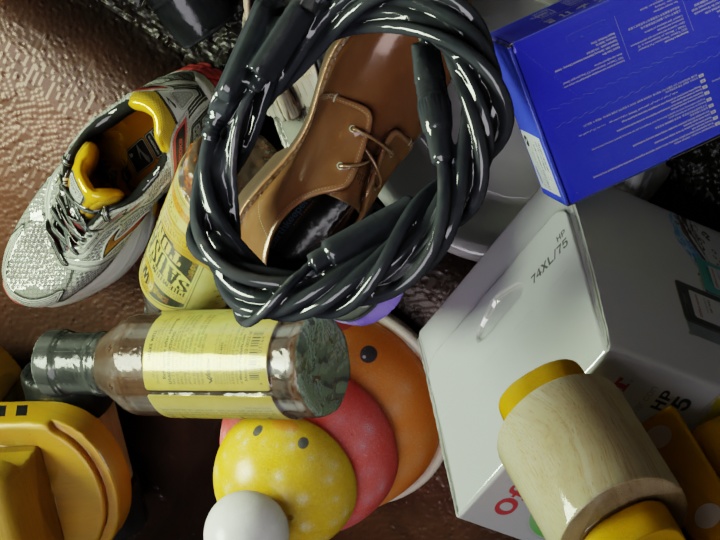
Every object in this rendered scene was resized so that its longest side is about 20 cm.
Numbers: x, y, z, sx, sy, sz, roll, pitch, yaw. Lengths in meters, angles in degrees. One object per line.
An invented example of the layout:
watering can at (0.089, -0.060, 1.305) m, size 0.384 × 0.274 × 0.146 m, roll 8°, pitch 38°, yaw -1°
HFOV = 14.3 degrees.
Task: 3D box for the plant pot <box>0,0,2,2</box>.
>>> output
plant pot at (-0.264, -0.221, 1.615) m, size 0.199 × 0.201 × 0.140 m, roll -10°, pitch 129°, yaw 24°

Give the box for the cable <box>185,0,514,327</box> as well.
cable at (-0.009, -0.058, 1.492) m, size 0.163 × 0.051 × 0.201 m, roll 23°, pitch 88°, yaw 21°

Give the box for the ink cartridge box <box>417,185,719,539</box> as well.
ink cartridge box at (0.159, 0.068, 1.580) m, size 0.199 × 0.146 × 0.147 m, roll 21°, pitch 127°, yaw -27°

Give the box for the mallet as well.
mallet at (-0.038, -0.189, 1.631) m, size 0.199 × 0.041 × 0.066 m, roll -22°, pitch 106°, yaw 23°

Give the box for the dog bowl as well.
dog bowl at (0.082, -0.094, 1.618) m, size 0.199 × 0.059 × 0.201 m, roll 9°, pitch 118°, yaw 16°

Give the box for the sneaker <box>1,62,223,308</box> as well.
sneaker at (-0.157, -0.050, 1.707) m, size 0.078 × 0.082 × 0.200 m, roll 52°, pitch 122°, yaw 15°

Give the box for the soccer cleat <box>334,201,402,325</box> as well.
soccer cleat at (0.000, 0.000, 1.633) m, size 0.073 × 0.200 × 0.068 m, roll 39°, pitch 89°, yaw -19°

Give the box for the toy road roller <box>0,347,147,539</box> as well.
toy road roller at (-0.239, 0.130, 1.789) m, size 0.199 × 0.146 × 0.123 m, roll -2°, pitch 115°, yaw 21°

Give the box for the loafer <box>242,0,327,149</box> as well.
loafer at (-0.044, -0.146, 1.582) m, size 0.072 × 0.063 × 0.201 m, roll 3°, pitch 102°, yaw 45°

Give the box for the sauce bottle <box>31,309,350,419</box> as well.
sauce bottle at (-0.103, 0.054, 1.670) m, size 0.199 × 0.065 × 0.065 m, roll 1°, pitch 117°, yaw 31°

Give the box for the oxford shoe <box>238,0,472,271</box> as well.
oxford shoe at (0.003, -0.070, 1.541) m, size 0.071 × 0.071 × 0.200 m, roll 24°, pitch 110°, yaw -23°

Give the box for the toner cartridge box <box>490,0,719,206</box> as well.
toner cartridge box at (0.174, -0.119, 1.519) m, size 0.199 × 0.043 × 0.095 m, roll -24°, pitch 108°, yaw -10°

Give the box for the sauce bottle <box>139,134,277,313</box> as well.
sauce bottle at (-0.096, -0.004, 1.700) m, size 0.066 × 0.066 × 0.200 m, roll 29°, pitch 141°, yaw 4°

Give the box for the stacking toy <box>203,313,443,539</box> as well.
stacking toy at (-0.037, 0.117, 1.687) m, size 0.145 × 0.200 × 0.147 m, roll 8°, pitch 120°, yaw 15°

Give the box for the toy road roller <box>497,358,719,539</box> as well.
toy road roller at (0.170, 0.118, 1.450) m, size 0.146 × 0.123 × 0.200 m, roll -32°, pitch 137°, yaw 2°
